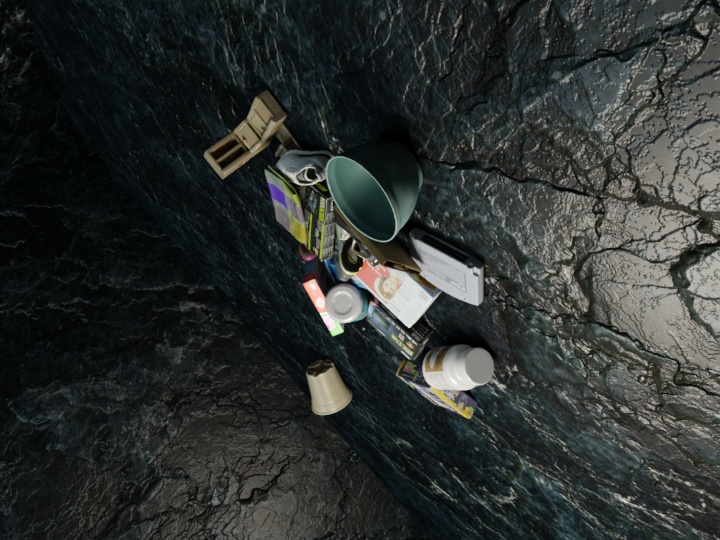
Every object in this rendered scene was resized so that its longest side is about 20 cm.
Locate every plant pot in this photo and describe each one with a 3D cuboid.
[{"bbox_3d":[-0.155,0.511,2.448,0.199,0.199,0.186,12,126,54],"label":"plant pot"},{"bbox_3d":[0.044,-0.179,1.114,0.200,0.134,0.201,39,155,23],"label":"plant pot"}]

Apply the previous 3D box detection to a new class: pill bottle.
[{"bbox_3d":[-0.030,0.096,1.618,0.111,0.111,0.200,44,-173,10],"label":"pill bottle"},{"bbox_3d":[0.253,0.251,1.409,0.115,0.114,0.200,51,156,-5],"label":"pill bottle"}]

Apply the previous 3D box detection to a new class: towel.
[{"bbox_3d":[-0.197,-0.170,1.450,0.144,0.023,0.201,44,156,27],"label":"towel"}]

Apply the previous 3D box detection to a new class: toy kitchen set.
[{"bbox_3d":[-0.274,-0.317,1.412,0.164,0.180,0.200,50,156,-7],"label":"toy kitchen set"}]

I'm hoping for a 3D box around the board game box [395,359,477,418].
[{"bbox_3d":[0.224,0.349,1.609,0.200,0.057,0.164,41,162,-30],"label":"board game box"}]

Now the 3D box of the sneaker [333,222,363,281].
[{"bbox_3d":[-0.042,-0.064,1.394,0.073,0.203,0.081,14,143,-21],"label":"sneaker"}]

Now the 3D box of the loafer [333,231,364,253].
[{"bbox_3d":[-0.018,-0.061,1.480,0.199,0.067,0.077,28,149,40],"label":"loafer"}]

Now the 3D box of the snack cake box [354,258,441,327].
[{"bbox_3d":[0.092,0.029,1.360,0.200,0.067,0.115,44,125,11],"label":"snack cake box"}]

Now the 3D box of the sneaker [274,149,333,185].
[{"bbox_3d":[-0.153,-0.251,1.363,0.198,0.081,0.077,-1,136,39],"label":"sneaker"}]

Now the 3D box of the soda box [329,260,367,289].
[{"bbox_3d":[0.000,0.000,1.538,0.199,0.068,0.065,14,139,53],"label":"soda box"}]

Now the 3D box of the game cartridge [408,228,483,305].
[{"bbox_3d":[0.195,-0.005,1.232,0.199,0.040,0.135,32,148,35],"label":"game cartridge"}]

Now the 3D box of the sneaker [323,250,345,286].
[{"bbox_3d":[-0.087,-0.016,1.661,0.082,0.071,0.201,31,149,40],"label":"sneaker"}]

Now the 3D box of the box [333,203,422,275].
[{"bbox_3d":[0.041,-0.072,1.243,0.163,0.021,0.201,13,-147,-55],"label":"box"}]

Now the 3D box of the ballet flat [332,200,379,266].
[{"bbox_3d":[-0.014,-0.087,1.314,0.200,0.068,0.069,48,116,20],"label":"ballet flat"}]

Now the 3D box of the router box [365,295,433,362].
[{"bbox_3d":[0.109,0.160,1.590,0.200,0.062,0.150,42,157,17],"label":"router box"}]

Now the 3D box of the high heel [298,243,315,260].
[{"bbox_3d":[-0.139,-0.052,1.616,0.201,0.066,0.097,-87,-14,-63],"label":"high heel"}]

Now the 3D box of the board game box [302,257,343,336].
[{"bbox_3d":[-0.109,0.077,1.673,0.154,0.040,0.202,-91,-24,-63],"label":"board game box"}]

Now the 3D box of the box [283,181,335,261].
[{"bbox_3d":[-0.140,-0.160,1.485,0.193,0.047,0.202,38,136,33],"label":"box"}]
